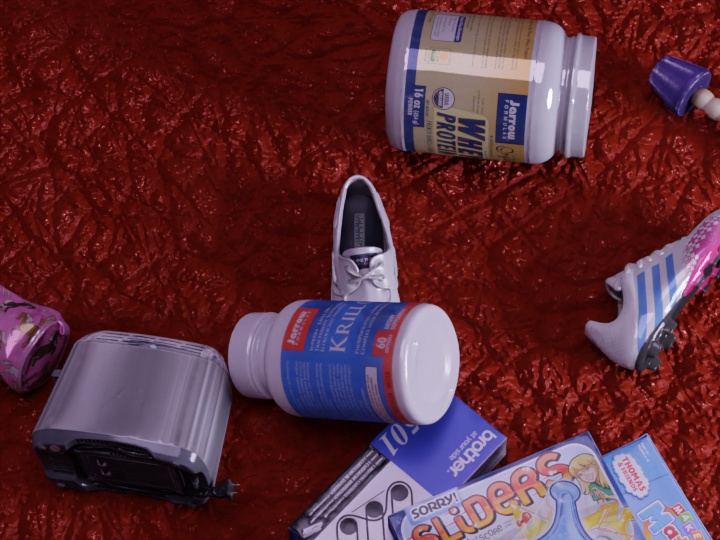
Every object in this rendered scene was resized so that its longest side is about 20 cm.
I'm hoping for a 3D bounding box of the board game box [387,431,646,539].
[{"bbox_3d":[0.141,0.241,1.624,0.200,0.034,0.135,-22,64,-9],"label":"board game box"}]

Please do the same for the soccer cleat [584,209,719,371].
[{"bbox_3d":[0.290,0.005,1.770,0.086,0.070,0.200,30,67,19],"label":"soccer cleat"}]

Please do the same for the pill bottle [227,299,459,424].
[{"bbox_3d":[-0.019,0.083,1.702,0.200,0.112,0.112,1,58,30],"label":"pill bottle"}]

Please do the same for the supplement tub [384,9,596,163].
[{"bbox_3d":[0.132,-0.183,1.845,0.200,0.144,0.144,6,61,8],"label":"supplement tub"}]

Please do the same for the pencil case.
[{"bbox_3d":[-0.379,0.043,1.794,0.200,0.087,0.083,28,35,18],"label":"pencil case"}]

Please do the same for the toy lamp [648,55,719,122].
[{"bbox_3d":[0.378,-0.149,1.859,0.058,0.058,0.200,-42,67,-18],"label":"toy lamp"}]

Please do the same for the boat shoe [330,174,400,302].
[{"bbox_3d":[0.000,0.000,1.797,0.074,0.065,0.200,-10,61,-2],"label":"boat shoe"}]

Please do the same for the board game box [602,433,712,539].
[{"bbox_3d":[0.208,0.255,1.654,0.200,0.037,0.151,-24,62,-8],"label":"board game box"}]

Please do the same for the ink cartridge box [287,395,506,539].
[{"bbox_3d":[0.035,0.202,1.693,0.094,0.044,0.200,39,70,21],"label":"ink cartridge box"}]

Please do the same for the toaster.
[{"bbox_3d":[-0.200,0.137,1.709,0.200,0.114,0.129,6,59,11],"label":"toaster"}]
